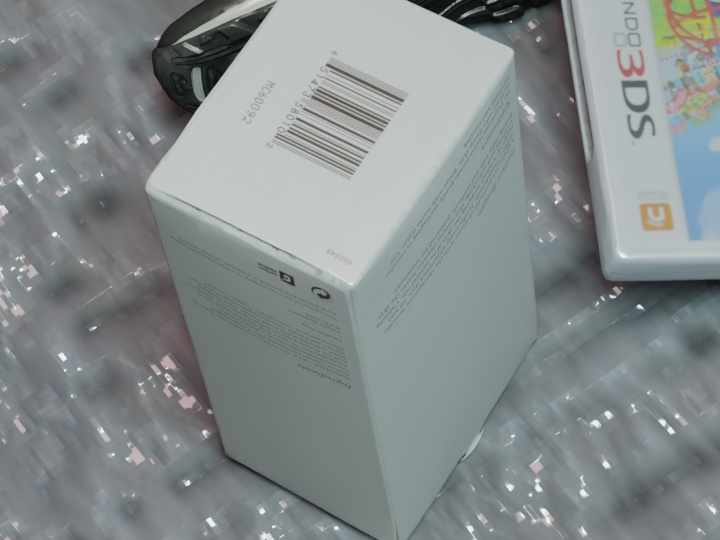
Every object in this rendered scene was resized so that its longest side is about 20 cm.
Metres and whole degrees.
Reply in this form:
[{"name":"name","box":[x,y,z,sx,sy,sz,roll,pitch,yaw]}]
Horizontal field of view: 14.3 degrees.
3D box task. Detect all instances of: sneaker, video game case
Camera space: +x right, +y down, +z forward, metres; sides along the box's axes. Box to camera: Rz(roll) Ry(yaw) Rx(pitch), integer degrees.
[{"name":"sneaker","box":[0.004,-0.121,1.146,0.200,0.074,0.079,-28,52,-15]},{"name":"video game case","box":[0.177,-0.083,1.089,0.200,0.022,0.182,-1,65,-11]}]

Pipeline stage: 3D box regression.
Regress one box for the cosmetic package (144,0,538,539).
[{"name":"cosmetic package","box":[0.000,0.000,1.000,0.085,0.200,0.108,26,65,18]}]
